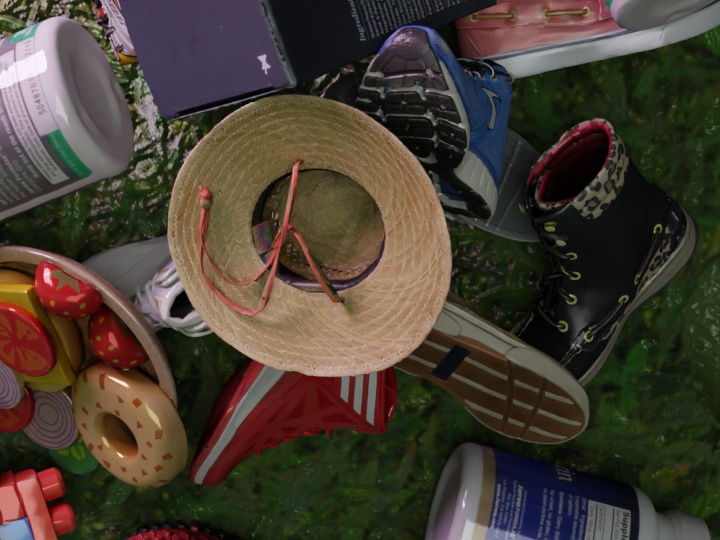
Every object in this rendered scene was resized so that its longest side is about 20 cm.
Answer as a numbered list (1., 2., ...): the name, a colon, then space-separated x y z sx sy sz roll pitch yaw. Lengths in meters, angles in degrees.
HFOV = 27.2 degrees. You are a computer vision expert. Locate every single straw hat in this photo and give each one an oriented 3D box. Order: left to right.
1. straw hat: -0.020 -0.033 0.970 0.200 0.085 0.203 9 113 21

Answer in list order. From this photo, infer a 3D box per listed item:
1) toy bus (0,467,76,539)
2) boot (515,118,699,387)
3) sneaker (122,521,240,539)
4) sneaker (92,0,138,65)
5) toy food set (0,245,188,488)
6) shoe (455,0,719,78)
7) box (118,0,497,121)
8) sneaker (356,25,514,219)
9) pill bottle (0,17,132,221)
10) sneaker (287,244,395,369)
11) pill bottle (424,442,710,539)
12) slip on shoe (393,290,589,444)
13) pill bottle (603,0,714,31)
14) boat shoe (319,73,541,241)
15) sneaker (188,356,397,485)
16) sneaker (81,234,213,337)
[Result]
1. toy bus: -0.316 0.172 1.093 0.191 0.136 0.201 -22 99 -12
2. boot: 0.143 -0.001 1.070 0.204 0.073 0.154 -47 137 0
3. sneaker: -0.098 0.262 1.141 0.199 0.079 0.096 18 101 -6
4. sneaker: -0.163 -0.190 1.050 0.200 0.078 0.082 38 98 -9
5. toy food set: -0.218 0.069 1.066 0.197 0.049 0.201 2 127 31
6. shoe: 0.163 -0.200 1.069 0.198 0.072 0.092 -13 104 3
7. box: -0.035 -0.185 0.978 0.199 0.147 0.105 -28 104 -39
8. sneaker: 0.054 -0.111 0.983 0.078 0.200 0.090 12 73 19
9. pill bottle: -0.268 -0.087 1.027 0.199 0.113 0.114 -20 102 13
10. sneaker: 0.000 0.000 1.080 0.112 0.071 0.201 21 126 -8
11. pill bottle: 0.155 0.209 1.125 0.198 0.116 0.117 16 100 -6
12. slip on shoe: 0.077 0.055 1.041 0.199 0.061 0.076 25 132 -15
13. pill bottle: 0.181 -0.275 1.007 0.112 0.113 0.201 -25 76 2
14. boat shoe: 0.058 -0.082 1.097 0.201 0.065 0.075 23 86 -12
15. sneaker: -0.044 0.112 1.085 0.115 0.079 0.200 27 134 -9
16. sneaker: -0.154 0.019 1.072 0.199 0.116 0.074 -27 103 4
